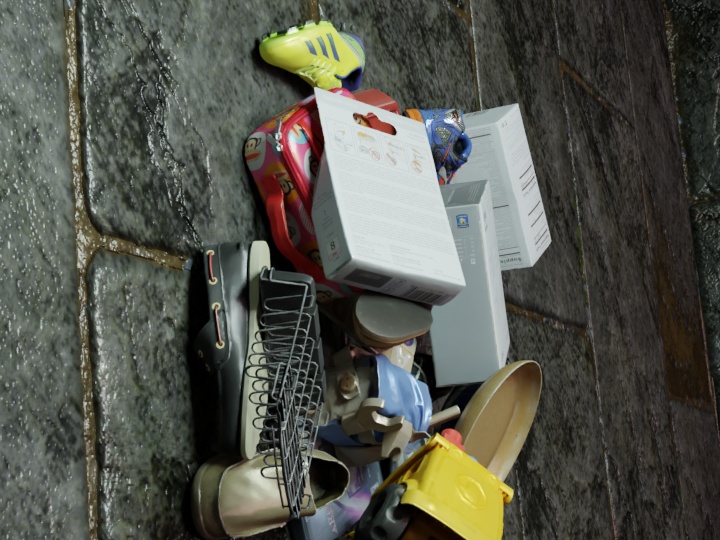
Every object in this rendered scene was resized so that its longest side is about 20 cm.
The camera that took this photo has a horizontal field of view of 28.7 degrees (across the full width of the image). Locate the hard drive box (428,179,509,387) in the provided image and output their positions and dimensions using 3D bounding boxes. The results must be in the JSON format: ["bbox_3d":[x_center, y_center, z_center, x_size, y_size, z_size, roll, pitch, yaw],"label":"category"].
[{"bbox_3d":[0.117,0.011,1.594,0.156,0.076,0.201,-53,136,-74],"label":"hard drive box"}]

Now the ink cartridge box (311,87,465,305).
[{"bbox_3d":[0.018,-0.072,1.421,0.162,0.057,0.201,13,49,-41],"label":"ink cartridge box"}]

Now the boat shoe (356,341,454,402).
[{"bbox_3d":[0.049,0.112,1.590,0.200,0.067,0.072,30,50,-62],"label":"boat shoe"}]

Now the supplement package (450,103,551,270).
[{"bbox_3d":[0.171,-0.107,1.897,0.110,0.113,0.201,-43,121,-61],"label":"supplement package"}]

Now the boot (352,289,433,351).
[{"bbox_3d":[0.029,0.058,1.425,0.076,0.073,0.200,-58,172,16],"label":"boot"}]

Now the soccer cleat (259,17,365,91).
[{"bbox_3d":[-0.045,-0.226,1.528,0.200,0.064,0.084,-17,99,-66],"label":"soccer cleat"}]

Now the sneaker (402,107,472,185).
[{"bbox_3d":[0.102,-0.138,1.752,0.200,0.078,0.076,72,6,-68],"label":"sneaker"}]

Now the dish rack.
[{"bbox_3d":[-0.065,0.107,1.215,0.200,0.054,0.154,-80,166,-56],"label":"dish rack"}]

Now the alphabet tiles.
[{"bbox_3d":[0.000,0.000,1.531,0.200,0.008,0.168,40,44,-29],"label":"alphabet tiles"}]

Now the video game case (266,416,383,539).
[{"bbox_3d":[-0.031,0.197,1.454,0.200,0.019,0.144,-27,105,-66],"label":"video game case"}]

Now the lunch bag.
[{"bbox_3d":[-0.037,-0.073,1.450,0.176,0.082,0.201,-43,112,-50],"label":"lunch bag"}]

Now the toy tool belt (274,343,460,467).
[{"bbox_3d":[0.013,0.129,1.406,0.200,0.122,0.126,32,52,-58],"label":"toy tool belt"}]

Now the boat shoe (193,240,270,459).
[{"bbox_3d":[-0.115,0.071,1.269,0.074,0.063,0.203,73,15,-70],"label":"boat shoe"}]

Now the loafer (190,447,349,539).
[{"bbox_3d":[-0.079,0.194,1.276,0.200,0.067,0.077,-12,91,-59],"label":"loafer"}]

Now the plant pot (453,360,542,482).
[{"bbox_3d":[0.136,0.184,1.534,0.200,0.027,0.201,-46,150,-36],"label":"plant pot"}]

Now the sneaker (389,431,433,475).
[{"bbox_3d":[0.081,0.247,1.618,0.200,0.075,0.116,64,16,-47],"label":"sneaker"}]

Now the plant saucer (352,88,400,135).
[{"bbox_3d":[0.019,-0.110,1.658,0.199,0.036,0.201,-29,107,-65],"label":"plant saucer"}]

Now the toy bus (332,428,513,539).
[{"bbox_3d":[0.054,0.253,1.384,0.135,0.200,0.192,36,35,-11],"label":"toy bus"}]

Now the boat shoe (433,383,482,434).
[{"bbox_3d":[0.115,0.189,1.665,0.073,0.072,0.201,-90,-169,-52],"label":"boat shoe"}]
